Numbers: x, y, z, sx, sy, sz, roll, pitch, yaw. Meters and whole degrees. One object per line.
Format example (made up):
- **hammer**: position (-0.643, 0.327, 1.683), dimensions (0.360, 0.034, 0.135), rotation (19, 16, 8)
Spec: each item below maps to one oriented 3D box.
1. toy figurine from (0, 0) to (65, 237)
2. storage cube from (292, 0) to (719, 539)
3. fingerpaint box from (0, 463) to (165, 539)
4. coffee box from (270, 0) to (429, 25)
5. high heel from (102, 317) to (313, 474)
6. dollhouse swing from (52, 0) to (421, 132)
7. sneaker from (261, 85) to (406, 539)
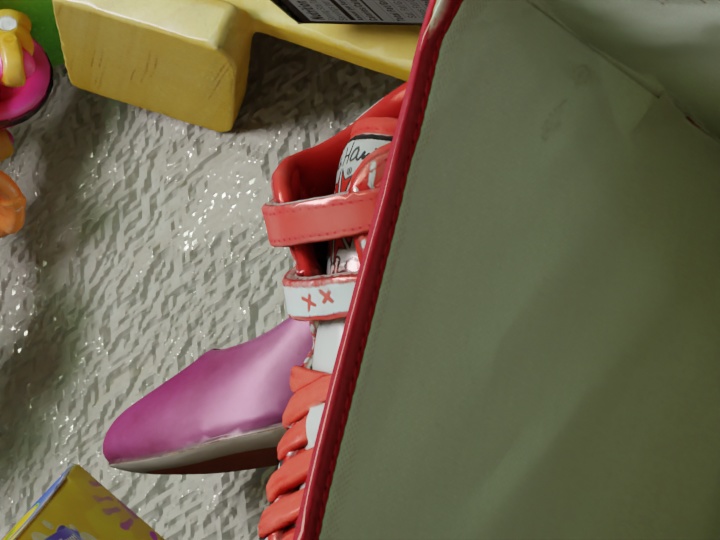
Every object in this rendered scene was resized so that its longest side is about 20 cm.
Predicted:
- **toy figurine**: position (-0.185, -0.022, 0.951), dimensions (0.150, 0.199, 0.184), rotation (107, 159, -59)
- **storage cube**: position (0.116, 0.031, 0.594), dimensions (0.171, 0.180, 0.200), rotation (-4, 65, 44)
- **fingerpaint box**: position (-0.125, 0.158, 0.698), dimensions (0.167, 0.073, 0.200), rotation (-47, 3, 14)
- **coffee box**: position (0.066, -0.135, 0.761), dimensions (0.200, 0.080, 0.115), rotation (4, 76, 23)
- **high heel**: position (0.000, 0.000, 0.806), dimensions (0.200, 0.067, 0.096), rotation (-19, 76, 22)
- **dollhouse swing**: position (0.014, -0.140, 0.911), dimensions (0.182, 0.175, 0.200), rotation (110, -178, -80)
- **sneaker**: position (-0.002, 0.036, 0.654), dimensions (0.067, 0.108, 0.201), rotation (-5, 37, 44)
